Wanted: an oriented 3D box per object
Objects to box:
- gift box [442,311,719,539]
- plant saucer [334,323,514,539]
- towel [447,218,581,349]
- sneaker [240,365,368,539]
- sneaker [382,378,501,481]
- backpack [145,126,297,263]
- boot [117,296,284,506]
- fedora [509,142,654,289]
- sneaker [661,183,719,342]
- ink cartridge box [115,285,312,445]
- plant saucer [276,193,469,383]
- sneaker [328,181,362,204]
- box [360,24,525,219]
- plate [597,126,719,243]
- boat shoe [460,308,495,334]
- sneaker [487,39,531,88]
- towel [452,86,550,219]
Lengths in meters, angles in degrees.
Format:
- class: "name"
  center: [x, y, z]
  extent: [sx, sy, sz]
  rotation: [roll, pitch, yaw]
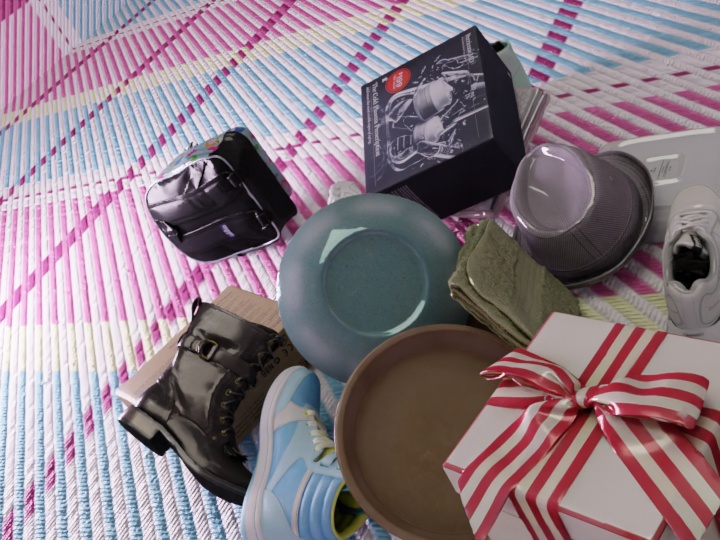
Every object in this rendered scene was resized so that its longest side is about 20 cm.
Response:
- class: "gift box"
  center: [0.182, 0.153, 0.600]
  extent: [0.184, 0.187, 0.200]
  rotation: [5, 44, 42]
- class: "plant saucer"
  center: [0.077, 0.142, 0.744]
  extent: [0.199, 0.029, 0.201]
  rotation: [0, 62, 1]
- class: "towel"
  center: [0.154, 0.023, 0.818]
  extent: [0.037, 0.148, 0.200]
  rotation: [-49, 2, 22]
- class: "sneaker"
  center: [-0.033, 0.177, 0.827]
  extent: [0.130, 0.080, 0.200]
  rotation: [-13, 50, 27]
- class: "sneaker"
  center: [0.096, 0.150, 0.784]
  extent: [0.085, 0.077, 0.200]
  rotation: [29, 66, 38]
- class: "backpack"
  center: [-0.214, -0.109, 1.292]
  extent: [0.200, 0.178, 0.151]
  rotation: [-22, 28, 29]
- class: "boot"
  center: [-0.135, 0.132, 0.894]
  extent: [0.200, 0.069, 0.174]
  rotation: [32, 66, 10]
- class: "fedora"
  center: [0.224, -0.076, 0.939]
  extent: [0.177, 0.090, 0.200]
  rotation: [-32, 38, 26]
- class: "sneaker"
  center: [0.324, -0.022, 0.823]
  extent: [0.075, 0.081, 0.200]
  rotation: [-11, 41, 30]
- class: "ink cartridge box"
  center: [-0.166, 0.121, 1.022]
  extent: [0.200, 0.075, 0.165]
  rotation: [-45, 34, -23]
- class: "plant saucer"
  center: [0.014, 0.016, 0.857]
  extent: [0.201, 0.201, 0.039]
  rotation: [-32, -8, -5]
- class: "sneaker"
  center: [-0.004, -0.068, 1.153]
  extent: [0.081, 0.075, 0.200]
  rotation: [-7, 26, 5]
- class: "box"
  center: [0.104, -0.180, 1.105]
  extent: [0.182, 0.104, 0.200]
  rotation: [-23, 51, 26]
- class: "plate"
  center: [0.347, -0.105, 0.982]
  extent: [0.200, 0.032, 0.200]
  rotation: [-4, 40, 35]
- class: "boat shoe"
  center: [0.070, 0.035, 0.909]
  extent: [0.199, 0.074, 0.063]
  rotation: [11, -2, 2]
- class: "sneaker"
  center: [0.151, -0.266, 1.280]
  extent: [0.200, 0.118, 0.074]
  rotation: [-31, 33, -1]
- class: "towel"
  center: [0.140, -0.165, 1.165]
  extent: [0.191, 0.032, 0.200]
  rotation: [11, 70, 44]
